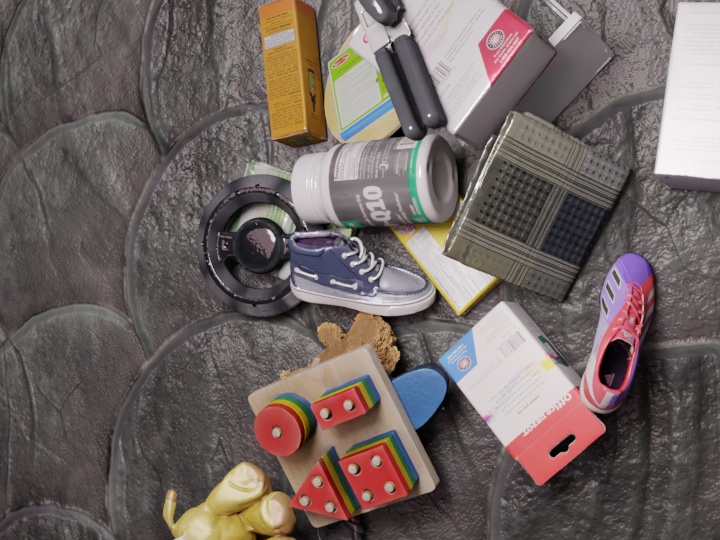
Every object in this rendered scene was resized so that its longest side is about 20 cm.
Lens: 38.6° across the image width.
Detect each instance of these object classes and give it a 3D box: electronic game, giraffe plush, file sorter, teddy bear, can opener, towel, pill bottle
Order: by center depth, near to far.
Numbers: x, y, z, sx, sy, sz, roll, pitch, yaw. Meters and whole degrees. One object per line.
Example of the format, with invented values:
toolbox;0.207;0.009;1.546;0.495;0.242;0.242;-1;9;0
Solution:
can opener;0.033;-0.244;1.153;0.053;0.067;0.201;-30;68;28
towel;0.210;-0.076;1.234;0.193;0.199;0.035;-64;29;9
file sorter;0.187;-0.251;1.279;0.200;0.139;0.125;-46;64;16
pill bottle;0.017;-0.113;1.337;0.199;0.113;0.114;-3;84;29
teddy bear;-0.030;0.140;1.385;0.200;0.067;0.145;-51;42;3
giraffe plush;-0.171;0.366;1.399;0.199;0.162;0.174;-13;71;4
electronic game;-0.140;-0.035;1.448;0.199;0.042;0.201;1;92;19
towel;-0.097;-0.061;1.469;0.199;0.031;0.150;21;97;25

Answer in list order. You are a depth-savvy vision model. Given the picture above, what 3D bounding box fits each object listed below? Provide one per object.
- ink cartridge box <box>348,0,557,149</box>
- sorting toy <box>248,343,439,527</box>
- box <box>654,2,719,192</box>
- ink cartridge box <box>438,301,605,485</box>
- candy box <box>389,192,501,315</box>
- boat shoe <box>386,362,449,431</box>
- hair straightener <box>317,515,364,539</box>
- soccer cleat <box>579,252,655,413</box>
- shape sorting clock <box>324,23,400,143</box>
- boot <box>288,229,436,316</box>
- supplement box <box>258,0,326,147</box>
ink cartridge box;0.105;-0.261;1.200;0.148;0.085;0.200;-52;59;15
sorting toy;-0.034;0.224;1.302;0.198;0.070;0.201;-24;95;28
box;0.419;-0.195;1.176;0.124;0.097;0.201;8;88;27
ink cartridge box;0.206;0.150;1.268;0.116;0.067;0.200;-44;68;17
candy box;0.110;-0.048;1.359;0.102;0.026;0.200;-44;67;19
boat shoe;0.042;0.181;1.333;0.200;0.069;0.084;-42;87;28
hair straightener;-0.040;0.296;1.402;0.077;0.041;0.201;-19;81;24
soccer cleat;0.307;0.066;1.195;0.068;0.073;0.201;19;72;4
shape sorting clock;0.022;-0.262;1.393;0.199;0.039;0.201;-14;70;43
boot;0.000;0.000;1.348;0.199;0.073;0.091;4;129;10
supplement box;-0.096;-0.281;1.464;0.068;0.066;0.201;-12;79;25
